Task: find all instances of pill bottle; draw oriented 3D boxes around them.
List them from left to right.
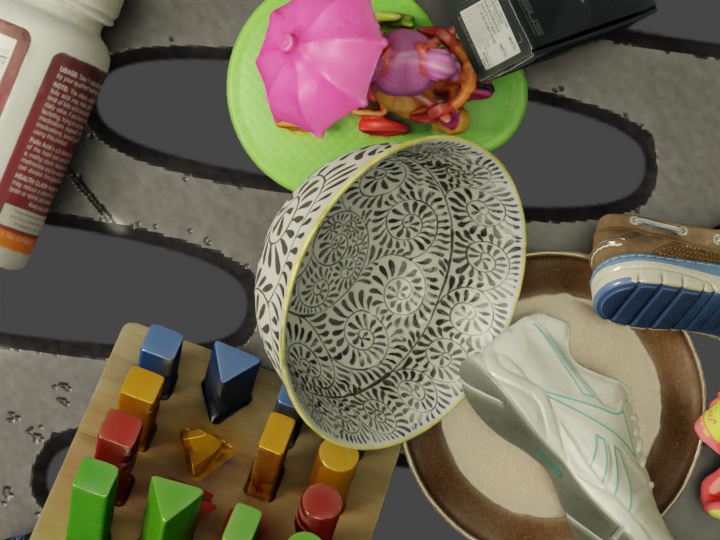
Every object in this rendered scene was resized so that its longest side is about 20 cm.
[{"bbox_3d":[-0.228,-0.112,1.461,0.113,0.114,0.201,23,90,2],"label":"pill bottle"}]

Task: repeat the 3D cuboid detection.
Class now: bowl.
[{"bbox_3d":[0.000,0.000,1.411,0.094,0.200,0.202,27,90,42],"label":"bowl"}]

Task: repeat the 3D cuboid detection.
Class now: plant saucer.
[{"bbox_3d":[0.124,0.088,1.487,0.198,0.037,0.202,0,90,2],"label":"plant saucer"}]

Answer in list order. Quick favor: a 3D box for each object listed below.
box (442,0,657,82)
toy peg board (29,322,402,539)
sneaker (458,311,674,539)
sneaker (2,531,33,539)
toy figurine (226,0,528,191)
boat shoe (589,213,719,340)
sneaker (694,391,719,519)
[{"bbox_3d":[0.092,-0.229,1.434,0.051,0.157,0.201,-25,89,39],"label":"box"},{"bbox_3d":[-0.082,0.121,1.413,0.198,0.098,0.200,20,53,1],"label":"toy peg board"},{"bbox_3d":[0.151,0.113,1.436,0.080,0.070,0.201,-40,97,-23],"label":"sneaker"},{"bbox_3d":[-0.186,0.263,1.463,0.078,0.070,0.201,-35,82,30],"label":"sneaker"},{"bbox_3d":[0.009,-0.119,1.419,0.198,0.184,0.152,5,90,1],"label":"toy figurine"},{"bbox_3d":[0.239,0.002,1.456,0.198,0.072,0.073,12,56,-22],"label":"boat shoe"},{"bbox_3d":[0.254,0.088,1.424,0.089,0.078,0.201,3,123,0],"label":"sneaker"}]
